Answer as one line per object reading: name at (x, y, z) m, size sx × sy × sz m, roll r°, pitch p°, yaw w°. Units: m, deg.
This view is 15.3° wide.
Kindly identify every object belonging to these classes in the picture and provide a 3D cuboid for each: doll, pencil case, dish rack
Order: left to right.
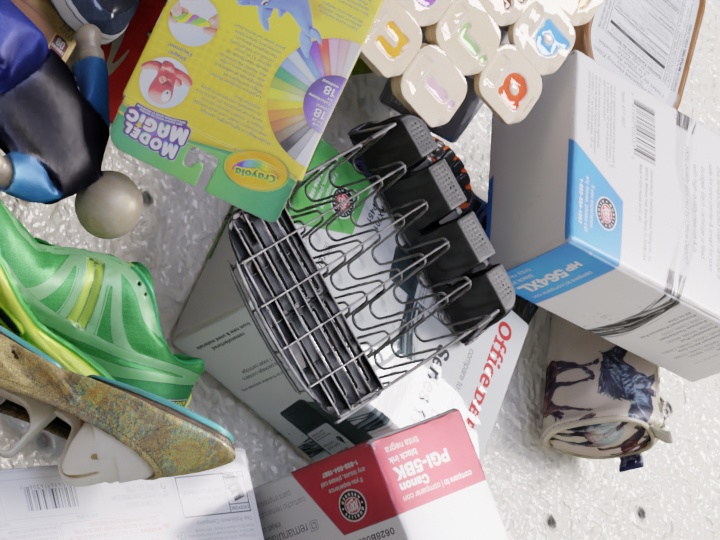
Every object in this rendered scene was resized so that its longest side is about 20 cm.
doll at (-0.189, -0.102, 1.521) m, size 0.200 × 0.048 × 0.137 m, roll 52°, pitch 44°, yaw -13°
dish rack at (0.000, 0.000, 1.614) m, size 0.200 × 0.054 × 0.154 m, roll -32°, pitch 93°, yaw -42°
pencil case at (0.175, 0.034, 1.857) m, size 0.089 × 0.078 × 0.201 m, roll 4°, pitch 62°, yaw 4°

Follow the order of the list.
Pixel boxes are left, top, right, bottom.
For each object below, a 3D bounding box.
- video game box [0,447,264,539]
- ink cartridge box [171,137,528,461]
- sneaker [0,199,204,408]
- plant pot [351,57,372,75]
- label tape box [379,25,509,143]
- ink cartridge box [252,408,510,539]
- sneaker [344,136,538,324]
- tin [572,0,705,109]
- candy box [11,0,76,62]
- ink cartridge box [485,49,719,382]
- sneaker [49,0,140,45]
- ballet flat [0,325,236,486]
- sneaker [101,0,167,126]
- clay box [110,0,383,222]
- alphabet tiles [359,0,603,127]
video game box at (-0.131, 0.200, 1.527) m, size 0.199 × 0.047 × 0.183 m, roll -1°, pitch 71°, yaw -43°
ink cartridge box at (-0.002, 0.040, 1.690) m, size 0.200 × 0.083 × 0.147 m, roll 41°, pitch 49°, yaw -23°
sneaker at (-0.167, 0.015, 1.545) m, size 0.084 × 0.074 × 0.200 m, roll -50°, pitch 118°, yaw -17°
plant pot at (-0.025, -0.234, 1.729) m, size 0.199 × 0.200 × 0.194 m, roll 16°, pitch 74°, yaw -38°
label tape box at (0.096, -0.203, 1.787) m, size 0.066 × 0.201 × 0.143 m, roll 31°, pitch 35°, yaw 4°
ink cartridge box at (0.023, 0.203, 1.598) m, size 0.083 × 0.146 × 0.201 m, roll -16°, pitch 83°, yaw -44°
sneaker at (0.056, -0.024, 1.782) m, size 0.075 × 0.078 × 0.200 m, roll -50°, pitch 127°, yaw -20°
tin at (0.203, -0.187, 2.016) m, size 0.112 × 0.042 × 0.201 m, roll 35°, pitch 52°, yaw -22°
candy box at (-0.215, -0.182, 1.606) m, size 0.115 × 0.055 × 0.201 m, roll 42°, pitch 49°, yaw -23°
ink cartridge box at (0.182, -0.032, 1.773) m, size 0.199 × 0.084 × 0.147 m, roll 27°, pitch 53°, yaw -34°
sneaker at (-0.118, -0.242, 1.583) m, size 0.077 × 0.146 × 0.204 m, roll 27°, pitch 56°, yaw -36°
ballet flat at (-0.168, 0.082, 1.488) m, size 0.199 × 0.071 × 0.071 m, roll 25°, pitch 50°, yaw 5°
sneaker at (-0.099, -0.164, 1.618) m, size 0.077 × 0.200 × 0.085 m, roll 54°, pitch 10°, yaw 11°
clay box at (-0.057, -0.139, 1.545) m, size 0.114 × 0.048 × 0.201 m, roll 26°, pitch 86°, yaw -5°
alphabet tiles at (0.071, -0.194, 1.668) m, size 0.196 × 0.015 × 0.201 m, roll 44°, pitch 73°, yaw -35°
